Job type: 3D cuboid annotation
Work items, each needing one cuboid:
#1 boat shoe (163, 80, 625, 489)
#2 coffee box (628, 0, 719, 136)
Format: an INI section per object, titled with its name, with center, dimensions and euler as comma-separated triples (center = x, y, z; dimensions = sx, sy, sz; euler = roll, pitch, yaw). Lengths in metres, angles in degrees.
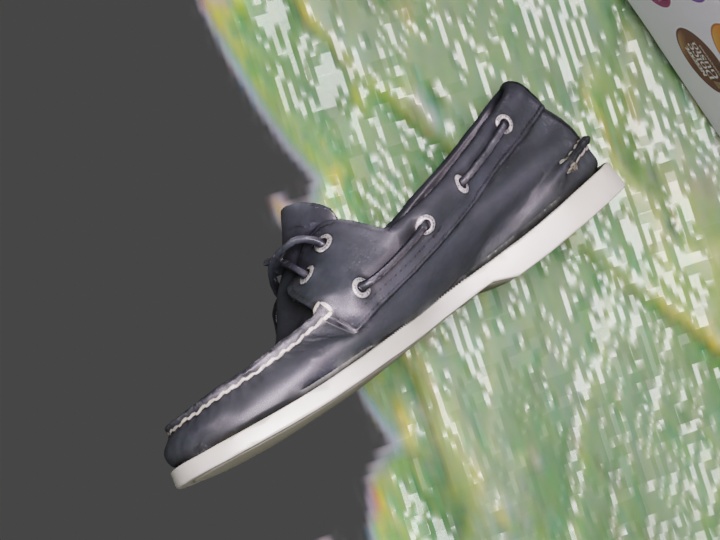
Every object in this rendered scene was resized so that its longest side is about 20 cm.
[boat shoe]
center = 0.001, -0.001, 0.996
dimensions = 0.199, 0.074, 0.066
euler = -35, 91, -18
[coffee box]
center = 0.204, -0.148, 0.993
dimensions = 0.200, 0.198, 0.200
euler = -38, 101, -12
